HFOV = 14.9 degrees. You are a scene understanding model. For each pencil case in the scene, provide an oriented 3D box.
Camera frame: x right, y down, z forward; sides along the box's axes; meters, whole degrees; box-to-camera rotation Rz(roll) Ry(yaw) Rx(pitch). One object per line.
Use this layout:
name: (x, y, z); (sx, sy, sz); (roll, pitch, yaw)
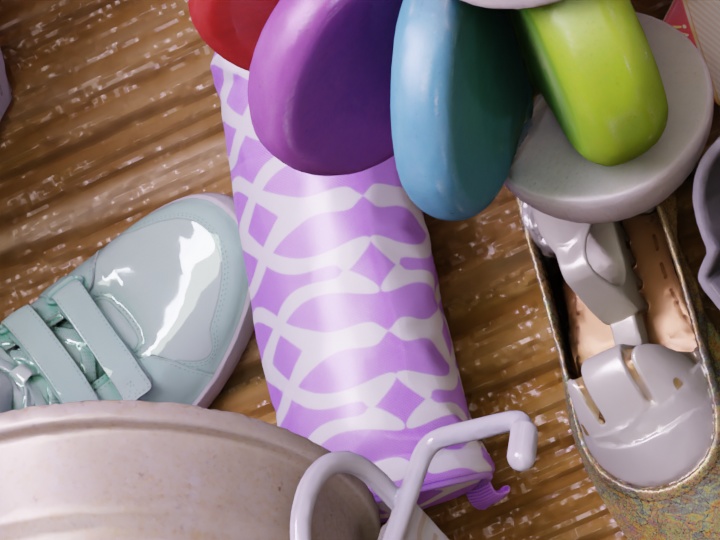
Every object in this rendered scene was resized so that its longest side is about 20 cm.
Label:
pencil case: (0.000, 0.000, 1.037); (0.085, 0.084, 0.202); (-8, 82, -22)

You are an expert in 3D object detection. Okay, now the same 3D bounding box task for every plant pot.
plant pot: (-0.086, 0.174, 0.944); (0.199, 0.201, 0.185); (-12, 57, 12)

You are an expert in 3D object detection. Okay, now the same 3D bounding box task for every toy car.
toy car: (0.020, -0.097, 0.933); (0.149, 0.175, 0.200); (-31, 54, -6)

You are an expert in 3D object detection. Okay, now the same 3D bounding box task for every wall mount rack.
wall mount rack: (0.050, 0.153, 0.937); (0.074, 0.200, 0.174); (-14, 41, 35)

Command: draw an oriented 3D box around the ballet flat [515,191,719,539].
ballet flat: (0.095, 0.019, 1.005); (0.070, 0.071, 0.201); (-17, 73, 11)

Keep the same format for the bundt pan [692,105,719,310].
bundt pan: (0.211, -0.004, 0.897); (0.202, 0.202, 0.076); (41, 51, 15)

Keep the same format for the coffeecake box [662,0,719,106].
coffeecake box: (0.219, -0.082, 0.952); (0.200, 0.154, 0.073); (41, 50, 15)

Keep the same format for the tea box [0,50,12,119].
tea box: (-0.238, -0.067, 1.007); (0.133, 0.200, 0.198); (17, 60, 15)

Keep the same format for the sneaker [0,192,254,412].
sneaker: (-0.121, 0.043, 1.041); (0.200, 0.118, 0.074); (-44, 74, 4)
